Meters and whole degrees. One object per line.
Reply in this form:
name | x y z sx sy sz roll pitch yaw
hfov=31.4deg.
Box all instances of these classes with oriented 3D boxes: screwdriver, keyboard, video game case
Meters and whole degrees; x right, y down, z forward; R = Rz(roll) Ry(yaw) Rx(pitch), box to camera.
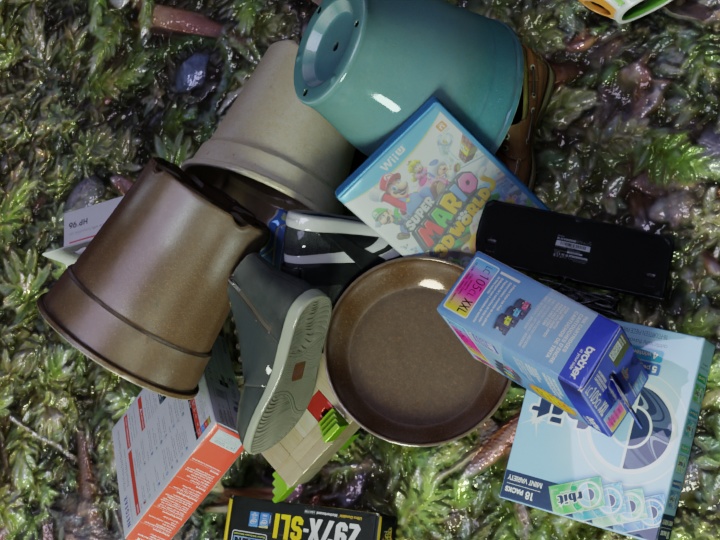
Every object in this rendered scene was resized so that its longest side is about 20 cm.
screwdriver | 0.084 0.095 1.386 0.199 0.028 0.029 6 49 32
keyboard | 0.212 -0.004 1.300 0.198 0.040 0.105 13 61 12
video game case | 0.091 -0.068 1.334 0.143 0.200 0.018 -42 29 14

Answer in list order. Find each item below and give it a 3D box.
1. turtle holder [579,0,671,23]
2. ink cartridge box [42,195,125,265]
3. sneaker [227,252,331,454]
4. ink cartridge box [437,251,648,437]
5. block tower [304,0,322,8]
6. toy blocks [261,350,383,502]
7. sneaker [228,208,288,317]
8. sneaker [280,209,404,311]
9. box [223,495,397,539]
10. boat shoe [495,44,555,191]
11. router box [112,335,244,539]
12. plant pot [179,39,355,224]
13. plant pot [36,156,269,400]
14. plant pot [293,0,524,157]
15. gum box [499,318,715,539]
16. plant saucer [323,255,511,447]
turtle holder | 0.291 -0.340 1.332 0.184 0.141 0.133 -20 79 -18
ink cartridge box | -0.273 -0.035 1.531 0.115 0.200 0.068 -14 70 27
sneaker | -0.100 0.086 1.332 0.106 0.075 0.201 36 116 33
ink cartridge box | 0.186 0.076 1.205 0.199 0.136 0.077 28 79 33
block tower | -0.054 -0.355 1.574 0.200 0.058 0.054 36 97 32
toy blocks | -0.062 0.133 1.399 0.137 0.100 0.200 47 106 16
sneaker | -0.115 -0.010 1.473 0.200 0.077 0.076 -33 19 42
sneaker | 0.000 0.000 1.386 0.073 0.199 0.113 27 107 60
box | -0.063 0.336 1.396 0.199 0.049 0.161 1 76 31
boat shoe | 0.153 -0.145 1.384 0.071 0.068 0.202 7 81 32
router box | -0.210 0.186 1.463 0.180 0.049 0.200 -51 30 17
plant pot | -0.081 -0.153 1.470 0.199 0.200 0.185 13 73 33
plant pot | -0.210 0.000 1.367 0.200 0.200 0.199 36 97 33
plant pot | 0.039 -0.205 1.357 0.200 0.187 0.202 -34 47 46
gum box | 0.242 0.150 1.265 0.169 0.044 0.202 12 84 32
plant saucer | 0.061 0.086 1.329 0.199 0.037 0.202 -1 72 2
